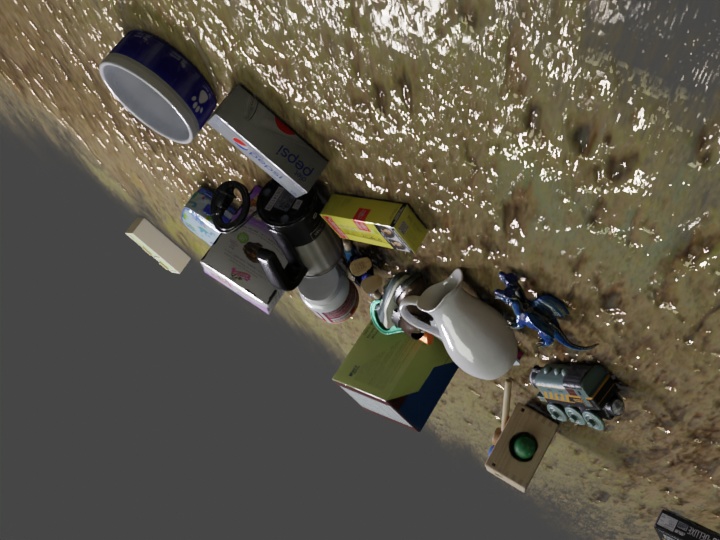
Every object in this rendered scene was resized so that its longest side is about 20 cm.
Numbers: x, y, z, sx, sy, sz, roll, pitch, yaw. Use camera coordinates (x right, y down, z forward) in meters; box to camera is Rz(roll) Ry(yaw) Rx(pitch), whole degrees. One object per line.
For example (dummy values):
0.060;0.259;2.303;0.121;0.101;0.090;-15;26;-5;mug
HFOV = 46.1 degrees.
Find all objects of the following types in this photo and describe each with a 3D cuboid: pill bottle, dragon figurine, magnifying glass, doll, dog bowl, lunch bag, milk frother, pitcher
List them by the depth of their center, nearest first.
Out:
0.296;0.078;1.364;0.199;0.059;0.100;33;163;9;dragon figurine
-0.353;-0.319;1.481;0.199;0.079;0.200;31;163;11;dog bowl
0.177;0.106;1.535;0.200;0.122;0.171;47;142;-20;pitcher
-0.159;-0.085;1.602;0.200;0.180;0.189;39;166;31;milk frother
0.000;0.000;1.679;0.138;0.048;0.200;59;176;-3;doll
-0.070;0.042;1.806;0.109;0.110;0.200;29;172;15;pill bottle
0.086;0.116;1.823;0.199;0.022;0.081;23;124;48;magnifying glass
-0.322;-0.102;1.988;0.199;0.083;0.161;36;164;-5;lunch bag

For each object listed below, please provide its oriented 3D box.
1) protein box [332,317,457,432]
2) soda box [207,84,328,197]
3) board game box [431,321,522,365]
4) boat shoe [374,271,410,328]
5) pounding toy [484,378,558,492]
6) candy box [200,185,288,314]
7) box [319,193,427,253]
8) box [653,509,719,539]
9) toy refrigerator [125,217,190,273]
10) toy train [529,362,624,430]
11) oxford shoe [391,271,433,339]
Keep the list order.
0.083;0.221;1.893;0.199;0.200;0.135;11;151;52;protein box
-0.154;-0.213;1.409;0.199;0.069;0.063;40;163;-16;soda box
0.206;0.123;1.702;0.199;0.026;0.200;39;162;-13;board game box
0.061;0.050;1.702;0.062;0.072;0.201;52;161;20;boat shoe
0.345;0.369;1.874;0.141;0.186;0.200;28;170;17;pounding toy
-0.199;-0.043;1.719;0.167;0.201;0.072;32;163;7;candy box
0.020;-0.083;1.460;0.199;0.050;0.075;15;155;47;box
0.788;0.638;1.944;0.198;0.050;0.158;21;158;38;box
-0.637;-0.075;2.655;0.200;0.070;0.076;44;160;-29;toy refrigerator
0.390;0.219;1.538;0.114;0.085;0.199;52;160;-14;toy train
0.111;0.070;1.624;0.084;0.072;0.201;46;163;24;oxford shoe
